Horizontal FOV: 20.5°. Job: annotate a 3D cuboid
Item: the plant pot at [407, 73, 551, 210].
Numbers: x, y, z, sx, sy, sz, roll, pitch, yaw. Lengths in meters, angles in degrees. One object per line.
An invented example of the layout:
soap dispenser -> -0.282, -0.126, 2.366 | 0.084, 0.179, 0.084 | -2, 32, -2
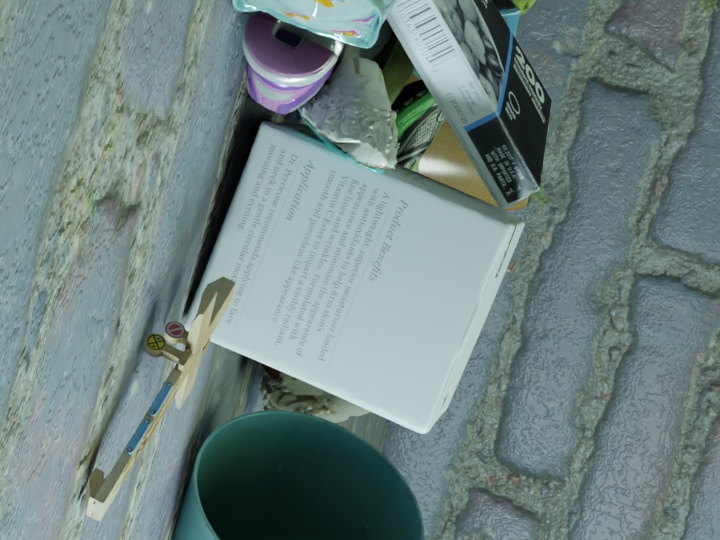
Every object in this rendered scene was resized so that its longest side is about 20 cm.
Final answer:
plant pot -> 0.078, -0.132, 1.929 | 0.186, 0.198, 0.188 | 15, 90, -84

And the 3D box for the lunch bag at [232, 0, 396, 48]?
lunch bag -> -0.014, -0.240, 1.226 | 0.200, 0.121, 0.172 | 89, 18, -87

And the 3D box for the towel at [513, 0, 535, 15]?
towel -> 0.078, -0.300, 1.667 | 0.023, 0.201, 0.144 | -39, 179, 4

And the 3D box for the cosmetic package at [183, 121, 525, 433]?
cosmetic package -> 0.000, 0.000, 1.491 | 0.165, 0.198, 0.166 | -25, 138, -82

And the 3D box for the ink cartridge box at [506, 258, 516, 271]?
ink cartridge box -> 0.051, -0.010, 1.970 | 0.109, 0.198, 0.051 | -32, 138, -80

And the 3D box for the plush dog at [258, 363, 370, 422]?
plush dog -> -0.021, 0.042, 1.844 | 0.200, 0.159, 0.174 | 90, -6, -66

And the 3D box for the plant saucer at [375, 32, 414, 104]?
plant saucer -> 0.017, -0.187, 1.658 | 0.201, 0.031, 0.201 | -55, -162, 27

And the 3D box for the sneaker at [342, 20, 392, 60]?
sneaker -> -0.006, -0.247, 1.579 | 0.087, 0.074, 0.202 | 61, 40, -57

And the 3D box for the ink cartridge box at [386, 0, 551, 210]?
ink cartridge box -> 0.083, -0.178, 1.523 | 0.199, 0.043, 0.201 | 57, 22, -24

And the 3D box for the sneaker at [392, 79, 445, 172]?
sneaker -> 0.020, -0.076, 1.675 | 0.201, 0.085, 0.078 | -54, -165, -2

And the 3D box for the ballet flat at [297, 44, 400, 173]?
ballet flat -> -0.016, -0.132, 1.448 | 0.200, 0.071, 0.072 | -131, -128, -62

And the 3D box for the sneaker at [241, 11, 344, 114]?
sneaker -> -0.033, -0.190, 1.411 | 0.089, 0.080, 0.201 | 108, 6, -57

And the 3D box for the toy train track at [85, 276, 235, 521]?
toy train track -> -0.139, 0.078, 1.324 | 0.115, 0.032, 0.201 | 109, 7, -51

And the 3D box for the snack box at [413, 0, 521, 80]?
snack box -> 0.063, -0.228, 1.723 | 0.200, 0.037, 0.117 | 53, -36, 40

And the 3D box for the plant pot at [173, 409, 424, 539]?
plant pot -> -0.069, 0.244, 1.648 | 0.162, 0.199, 0.201 | -62, -178, 37
